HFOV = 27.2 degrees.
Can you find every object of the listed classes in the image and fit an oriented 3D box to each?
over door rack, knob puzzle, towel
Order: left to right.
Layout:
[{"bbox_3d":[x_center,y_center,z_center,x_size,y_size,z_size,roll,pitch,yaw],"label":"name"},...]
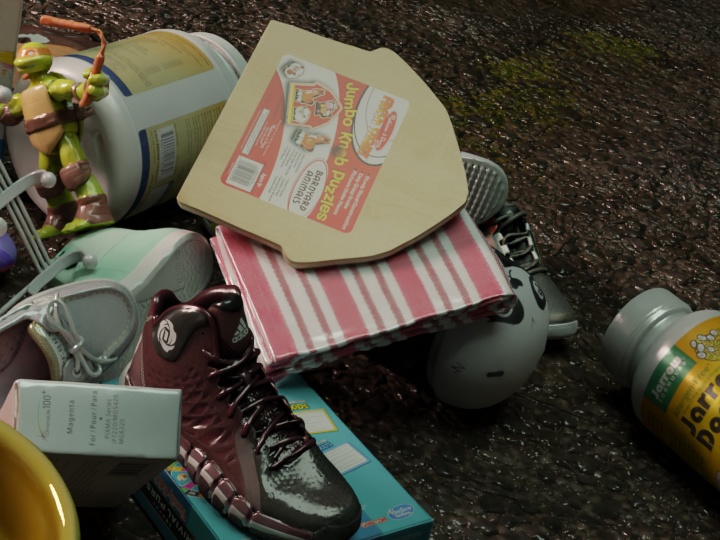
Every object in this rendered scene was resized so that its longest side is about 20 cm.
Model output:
[{"bbox_3d":[-0.277,-0.015,0.994,0.066,0.149,0.200,0,32,46],"label":"over door rack"},{"bbox_3d":[-0.013,-0.083,1.129,0.216,0.031,0.222,1,64,-3],"label":"knob puzzle"},{"bbox_3d":[0.000,0.000,1.103,0.197,0.030,0.147,-15,50,-13],"label":"towel"}]

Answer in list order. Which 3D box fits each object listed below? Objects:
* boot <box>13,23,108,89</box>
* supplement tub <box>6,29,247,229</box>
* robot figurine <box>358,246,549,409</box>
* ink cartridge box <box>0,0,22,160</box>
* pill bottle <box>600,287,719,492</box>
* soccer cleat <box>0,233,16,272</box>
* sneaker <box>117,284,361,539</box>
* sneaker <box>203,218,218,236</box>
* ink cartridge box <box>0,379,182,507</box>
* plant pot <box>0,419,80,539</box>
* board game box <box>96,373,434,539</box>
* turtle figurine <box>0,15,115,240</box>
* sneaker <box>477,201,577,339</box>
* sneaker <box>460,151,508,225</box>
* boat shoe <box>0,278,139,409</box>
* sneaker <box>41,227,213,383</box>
[{"bbox_3d":[-0.338,-0.216,1.471,0.198,0.073,0.166,22,17,12],"label":"boot"},{"bbox_3d":[-0.192,-0.128,1.291,0.143,0.146,0.199,29,31,22],"label":"supplement tub"},{"bbox_3d":[0.055,0.022,1.176,0.199,0.151,0.125,33,-10,28],"label":"robot figurine"},{"bbox_3d":[-0.373,-0.200,1.263,0.145,0.202,0.145,3,31,-22],"label":"ink cartridge box"},{"bbox_3d":[0.285,0.102,1.172,0.112,0.114,0.200,-8,38,-37],"label":"pill bottle"},{"bbox_3d":[-0.349,-0.062,1.166,0.199,0.077,0.066,29,31,23],"label":"soccer cleat"},{"bbox_3d":[-0.073,0.079,0.927,0.199,0.117,0.075,31,33,26],"label":"sneaker"},{"bbox_3d":[-0.077,-0.089,1.241,0.075,0.106,0.199,-26,11,-38],"label":"sneaker"},{"bbox_3d":[-0.207,0.102,0.861,0.171,0.200,0.044,6,72,-18],"label":"ink cartridge box"},{"bbox_3d":[-0.239,0.185,0.684,0.198,0.191,0.202,12,29,-7],"label":"plant pot"},{"bbox_3d":[-0.070,0.138,0.997,0.150,0.047,0.200,-8,37,-37],"label":"board game box"},{"bbox_3d":[-0.248,-0.109,1.168,0.198,0.164,0.064,-9,7,35],"label":"turtle figurine"},{"bbox_3d":[0.125,-0.015,1.320,0.076,0.083,0.200,-7,36,-35],"label":"sneaker"},{"bbox_3d":[0.038,-0.081,1.350,0.197,0.074,0.114,-5,20,12],"label":"sneaker"},{"bbox_3d":[-0.226,0.066,0.963,0.200,0.075,0.065,-25,11,-28],"label":"boat shoe"},{"bbox_3d":[-0.210,0.036,1.097,0.117,0.075,0.200,5,35,37],"label":"sneaker"}]
